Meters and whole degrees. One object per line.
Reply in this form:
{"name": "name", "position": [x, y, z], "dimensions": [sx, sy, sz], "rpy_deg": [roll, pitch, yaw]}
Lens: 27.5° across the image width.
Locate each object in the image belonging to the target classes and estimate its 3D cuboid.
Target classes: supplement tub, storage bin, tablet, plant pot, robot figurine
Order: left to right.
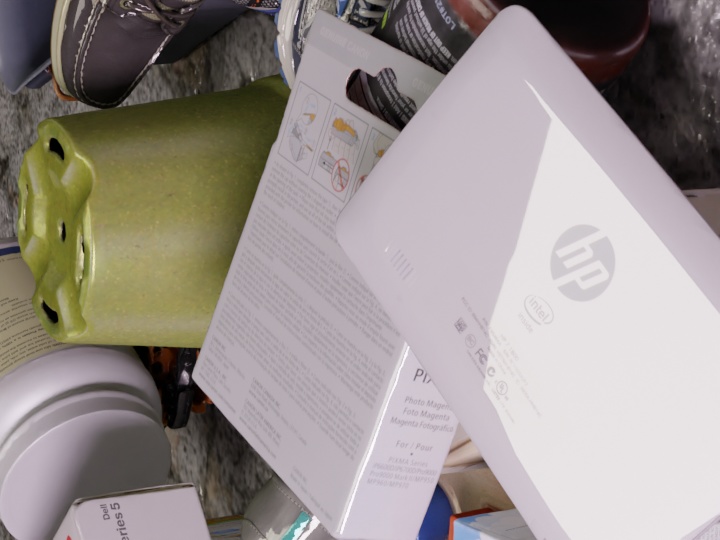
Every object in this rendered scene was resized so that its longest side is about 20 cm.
{"name": "supplement tub", "position": [-0.228, 0.085, 1.047], "dimensions": [0.200, 0.144, 0.146], "rpy_deg": [50, 135, 43]}
{"name": "storage bin", "position": [-0.163, -0.194, 1.024], "dimensions": [0.200, 0.134, 0.147], "rpy_deg": [-18, 78, 60]}
{"name": "robot figurine", "position": [-0.146, 0.021, 1.101], "dimensions": [0.145, 0.058, 0.202], "rpy_deg": [11, 103, 59]}
{"name": "plant pot", "position": [-0.103, -0.030, 0.895], "dimensions": [0.200, 0.183, 0.202], "rpy_deg": [11, 103, 59]}
{"name": "supplement tub", "position": [0.047, -0.082, 0.711], "dimensions": [0.200, 0.106, 0.108], "rpy_deg": [-53, 50, 50]}
{"name": "tablet", "position": [0.073, 0.012, 0.548], "dimensions": [0.130, 0.014, 0.200], "rpy_deg": [-50, 59, 28]}

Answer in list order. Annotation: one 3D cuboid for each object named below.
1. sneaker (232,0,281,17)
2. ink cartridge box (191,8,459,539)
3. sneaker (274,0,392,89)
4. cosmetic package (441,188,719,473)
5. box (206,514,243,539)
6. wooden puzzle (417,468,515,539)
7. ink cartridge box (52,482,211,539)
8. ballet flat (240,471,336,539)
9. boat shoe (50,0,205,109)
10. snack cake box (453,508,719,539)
{"name": "sneaker", "position": [-0.067, -0.235, 0.910], "dimensions": [0.075, 0.078, 0.201], "rpy_deg": [-59, 45, 44]}
{"name": "ink cartridge box", "position": [0.000, 0.000, 0.677], "dimensions": [0.162, 0.057, 0.201], "rpy_deg": [38, 109, 52]}
{"name": "sneaker", "position": [0.010, -0.160, 0.796], "dimensions": [0.085, 0.077, 0.201], "rpy_deg": [33, 122, 49]}
{"name": "cosmetic package", "position": [0.101, 0.031, 0.637], "dimensions": [0.200, 0.103, 0.074], "rpy_deg": [-35, 63, 57]}
{"name": "box", "position": [-0.080, 0.229, 0.973], "dimensions": [0.200, 0.101, 0.113], "rpy_deg": [-7, 88, 60]}
{"name": "wooden puzzle", "position": [0.051, 0.191, 0.799], "dimensions": [0.200, 0.046, 0.187], "rpy_deg": [22, 113, 57]}
{"name": "ink cartridge box", "position": [-0.148, 0.243, 0.906], "dimensions": [0.200, 0.084, 0.146], "rpy_deg": [-55, 49, 47]}
{"name": "ballet flat", "position": [-0.018, 0.120, 0.839], "dimensions": [0.064, 0.067, 0.200], "rpy_deg": [-55, 0, 13]}
{"name": "boat shoe", "position": [-0.118, -0.176, 0.854], "dimensions": [0.066, 0.071, 0.202], "rpy_deg": [47, 115, 40]}
{"name": "snack cake box", "position": [0.105, 0.204, 0.641], "dimensions": [0.067, 0.114, 0.202], "rpy_deg": [10, 102, 59]}
